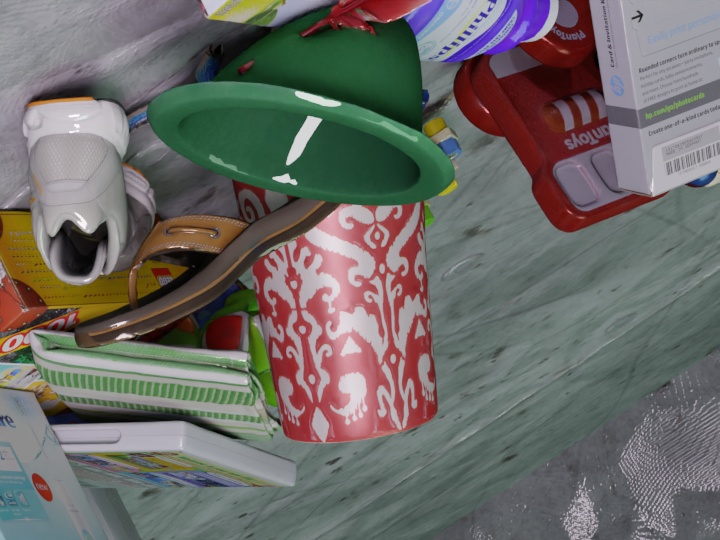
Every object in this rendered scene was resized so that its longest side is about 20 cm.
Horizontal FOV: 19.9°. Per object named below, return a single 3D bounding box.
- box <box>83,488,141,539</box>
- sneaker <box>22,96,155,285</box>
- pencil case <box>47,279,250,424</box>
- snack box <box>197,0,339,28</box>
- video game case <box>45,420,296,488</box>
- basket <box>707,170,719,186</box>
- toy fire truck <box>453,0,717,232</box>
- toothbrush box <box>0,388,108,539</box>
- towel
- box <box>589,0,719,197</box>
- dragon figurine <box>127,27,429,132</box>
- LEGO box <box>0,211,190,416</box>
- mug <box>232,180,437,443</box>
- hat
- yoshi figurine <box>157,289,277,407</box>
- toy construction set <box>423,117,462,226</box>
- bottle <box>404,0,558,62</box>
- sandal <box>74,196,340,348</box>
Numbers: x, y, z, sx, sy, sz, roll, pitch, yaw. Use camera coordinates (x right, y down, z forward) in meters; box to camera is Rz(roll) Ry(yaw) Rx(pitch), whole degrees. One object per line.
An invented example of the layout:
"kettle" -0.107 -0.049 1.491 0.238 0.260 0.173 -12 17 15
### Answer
"box" -0.283 0.238 1.660 0.198 0.201 0.131 -31 164 0
"sneaker" -0.167 -0.026 1.237 0.075 0.093 0.200 -1 160 3
"pencil case" -0.166 0.070 1.590 0.199 0.087 0.078 -32 126 0
"snack box" 0.012 -0.209 1.111 0.200 0.053 0.142 -38 164 27
"video game case" -0.164 0.132 1.458 0.180 0.022 0.200 -3 166 20
"basket" 0.319 -0.170 1.648 0.123 0.136 0.200 -24 163 -15
"toy fire truck" 0.175 -0.119 1.471 0.199 0.169 0.112 -19 161 -36
"toothbrush box" -0.226 0.177 1.291 0.085 0.201 0.146 -34 163 12
"towel" -0.132 0.078 1.359 0.151 0.024 0.200 5 165 5
"box" 0.229 -0.170 1.396 0.155 0.202 0.041 -22 -159 -29
"dragon figurine" -0.053 -0.093 1.260 0.199 0.100 0.059 -26 163 -18
"LEGO box" -0.224 0.033 1.371 0.149 0.078 0.199 -39 162 25
"mug" 0.005 0.001 1.385 0.176 0.202 0.133 -13 -171 -34
"hat" -0.006 -0.145 1.156 0.198 0.178 0.166 11 165 1
"yoshi figurine" -0.101 0.070 1.502 0.198 0.113 0.112 3 -164 5
"toy construction set" -0.015 -0.033 1.551 0.131 0.092 0.201 -12 144 -50
"bottle" 0.059 -0.170 1.291 0.083 0.066 0.199 -41 161 27
"sandal" -0.094 -0.015 1.239 0.199 0.055 0.082 -34 -172 -18
